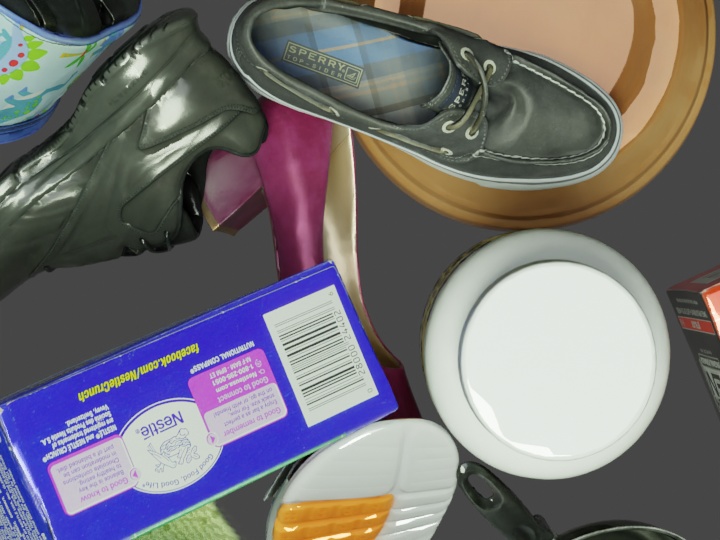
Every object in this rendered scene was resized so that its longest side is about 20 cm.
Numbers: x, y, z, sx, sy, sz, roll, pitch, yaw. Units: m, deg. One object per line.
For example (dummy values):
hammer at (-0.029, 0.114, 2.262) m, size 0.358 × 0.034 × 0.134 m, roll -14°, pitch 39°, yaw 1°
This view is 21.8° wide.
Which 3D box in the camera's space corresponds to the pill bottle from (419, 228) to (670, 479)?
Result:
pill bottle at (0.083, 0.036, 0.860) m, size 0.110 × 0.200 × 0.113 m, roll 0°, pitch 90°, yaw 0°

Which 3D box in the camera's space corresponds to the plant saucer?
plant saucer at (0.082, -0.120, 0.940) m, size 0.198 × 0.037 × 0.203 m, roll 0°, pitch 90°, yaw 1°

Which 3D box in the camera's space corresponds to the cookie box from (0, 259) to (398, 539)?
cookie box at (-0.107, 0.075, 0.836) m, size 0.170 × 0.200 × 0.076 m, roll -23°, pitch 91°, yaw -31°

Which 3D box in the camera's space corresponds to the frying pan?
frying pan at (0.086, 0.151, 0.903) m, size 0.189 × 0.031 × 0.115 m, roll 23°, pitch 116°, yaw -30°

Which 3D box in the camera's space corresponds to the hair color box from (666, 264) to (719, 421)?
hair color box at (0.220, 0.091, 0.908) m, size 0.061 × 0.102 × 0.202 m, roll -23°, pitch 90°, yaw 0°

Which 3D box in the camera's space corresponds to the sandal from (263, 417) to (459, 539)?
sandal at (-0.014, 0.122, 0.896) m, size 0.078 × 0.208 × 0.060 m, roll 4°, pitch 48°, yaw -16°

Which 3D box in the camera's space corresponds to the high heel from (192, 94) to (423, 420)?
high heel at (0.000, 0.000, 0.928) m, size 0.096 × 0.067 × 0.201 m, roll -36°, pitch 77°, yaw 12°

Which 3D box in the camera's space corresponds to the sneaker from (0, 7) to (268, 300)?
sneaker at (-0.127, -0.033, 0.910) m, size 0.091 × 0.076 × 0.200 m, roll 45°, pitch 114°, yaw -10°

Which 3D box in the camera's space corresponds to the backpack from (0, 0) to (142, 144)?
backpack at (-0.212, -0.150, 0.877) m, size 0.200 × 0.183 × 0.147 m, roll 47°, pitch 114°, yaw 1°

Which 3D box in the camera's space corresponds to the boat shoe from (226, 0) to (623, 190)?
boat shoe at (0.033, -0.089, 0.886) m, size 0.198 × 0.066 × 0.071 m, roll 20°, pitch 90°, yaw -4°
